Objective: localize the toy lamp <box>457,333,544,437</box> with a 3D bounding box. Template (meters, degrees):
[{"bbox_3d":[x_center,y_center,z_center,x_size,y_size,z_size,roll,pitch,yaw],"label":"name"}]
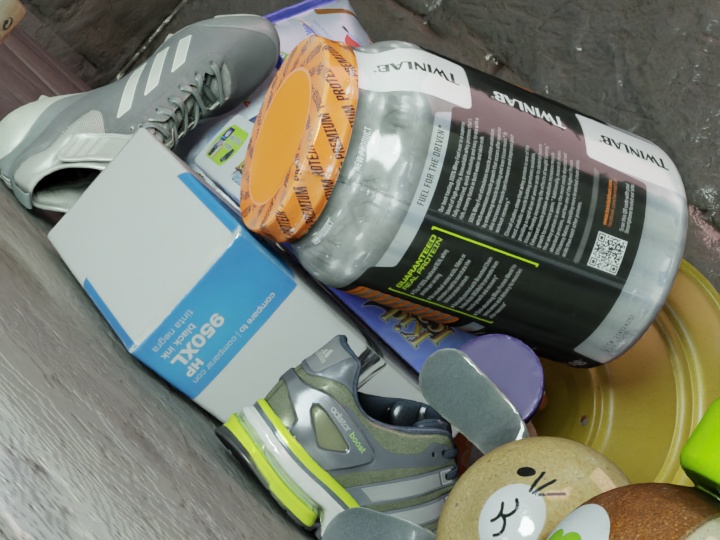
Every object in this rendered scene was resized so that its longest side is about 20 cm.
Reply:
[{"bbox_3d":[0.088,0.102,0.798,0.058,0.058,0.200,42,-9,32],"label":"toy lamp"}]

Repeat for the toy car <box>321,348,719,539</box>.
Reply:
[{"bbox_3d":[0.075,0.114,0.618,0.199,0.165,0.158,30,-7,36],"label":"toy car"}]

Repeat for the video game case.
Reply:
[{"bbox_3d":[0.000,0.000,0.886,0.200,0.045,0.181,44,-1,-20],"label":"video game case"}]

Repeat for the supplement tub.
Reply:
[{"bbox_3d":[0.049,-0.035,0.739,0.198,0.124,0.123,19,9,-23],"label":"supplement tub"}]

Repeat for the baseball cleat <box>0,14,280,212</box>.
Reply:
[{"bbox_3d":[-0.121,-0.087,0.917,0.107,0.199,0.070,47,-22,41],"label":"baseball cleat"}]

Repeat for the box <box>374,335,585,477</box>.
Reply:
[{"bbox_3d":[0.080,0.082,1.081,0.124,0.200,0.097,41,-1,-32],"label":"box"}]

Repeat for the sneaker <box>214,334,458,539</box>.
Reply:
[{"bbox_3d":[0.026,0.112,0.725,0.200,0.081,0.074,43,0,-28],"label":"sneaker"}]

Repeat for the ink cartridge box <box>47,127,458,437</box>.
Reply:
[{"bbox_3d":[-0.056,0.034,0.820,0.200,0.084,0.145,43,0,-37],"label":"ink cartridge box"}]

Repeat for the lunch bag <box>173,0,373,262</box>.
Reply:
[{"bbox_3d":[-0.051,-0.084,1.047,0.171,0.199,0.124,56,-43,6],"label":"lunch bag"}]

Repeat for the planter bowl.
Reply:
[{"bbox_3d":[0.131,0.080,0.921,0.083,0.202,0.200,3,29,-44],"label":"planter bowl"}]

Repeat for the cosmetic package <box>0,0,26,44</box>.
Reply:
[{"bbox_3d":[-0.281,-0.177,0.835,0.103,0.087,0.200,43,0,15],"label":"cosmetic package"}]
